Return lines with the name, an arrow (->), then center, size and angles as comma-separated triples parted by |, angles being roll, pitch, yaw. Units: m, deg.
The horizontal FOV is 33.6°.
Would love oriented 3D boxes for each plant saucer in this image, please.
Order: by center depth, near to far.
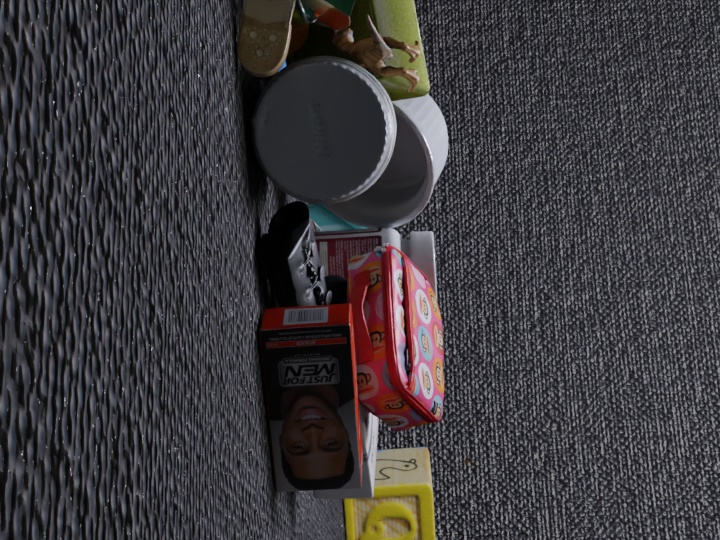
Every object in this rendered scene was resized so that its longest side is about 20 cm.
plant saucer -> -0.027, -0.296, 1.456 | 0.048, 0.199, 0.202 | -28, 110, -55

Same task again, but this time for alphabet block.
alphabet block -> 0.063, 0.512, 2.565 | 0.200, 0.193, 0.198 | -89, 173, -76

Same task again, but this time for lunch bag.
lunch bag -> 0.034, 0.076, 1.426 | 0.176, 0.081, 0.202 | 45, 36, -52

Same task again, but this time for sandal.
sandal -> -0.095, -0.308, 1.206 | 0.070, 0.077, 0.214 | 91, 2, -87

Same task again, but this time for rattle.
rattle -> -0.074, -0.274, 1.351 | 0.143, 0.130, 0.201 | -53, -140, 23

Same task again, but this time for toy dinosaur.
toy dinosaur -> 0.018, -0.237, 1.312 | 0.200, 0.105, 0.061 | -151, -106, -70

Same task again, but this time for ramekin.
ramekin -> 0.021, -0.166, 1.586 | 0.098, 0.199, 0.202 | -53, 146, -49

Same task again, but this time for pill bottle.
pill bottle -> 0.000, 0.000, 1.580 | 0.110, 0.198, 0.111 | -3, 90, -87

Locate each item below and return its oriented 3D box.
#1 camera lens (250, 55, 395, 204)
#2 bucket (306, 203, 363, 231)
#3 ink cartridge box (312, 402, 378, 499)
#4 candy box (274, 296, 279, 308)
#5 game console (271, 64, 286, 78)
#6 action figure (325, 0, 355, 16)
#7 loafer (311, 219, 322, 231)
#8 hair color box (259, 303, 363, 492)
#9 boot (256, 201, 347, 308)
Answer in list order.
camera lens -> -0.038, -0.159, 1.349 | 0.200, 0.158, 0.162 | -77, 163, -82
bucket -> -0.021, -0.023, 1.899 | 0.207, 0.133, 0.209 | -3, 90, -88
ink cartridge box -> -0.026, 0.171, 1.508 | 0.147, 0.082, 0.201 | -85, 171, -47
candy box -> -0.086, 0.069, 1.477 | 0.102, 0.026, 0.202 | -82, 169, -74
game console -> -0.059, -0.259, 1.625 | 0.116, 0.175, 0.202 | 34, -47, 56
action figure -> -0.055, -0.351, 1.274 | 0.055, 0.199, 0.119 | 17, 99, -55
loafer -> -0.070, -0.002, 1.694 | 0.201, 0.071, 0.063 | -101, 165, -53
hair color box -> -0.052, 0.142, 1.317 | 0.061, 0.100, 0.202 | -89, 175, -68
boot -> -0.060, 0.002, 1.393 | 0.166, 0.065, 0.201 | -82, 159, -48
